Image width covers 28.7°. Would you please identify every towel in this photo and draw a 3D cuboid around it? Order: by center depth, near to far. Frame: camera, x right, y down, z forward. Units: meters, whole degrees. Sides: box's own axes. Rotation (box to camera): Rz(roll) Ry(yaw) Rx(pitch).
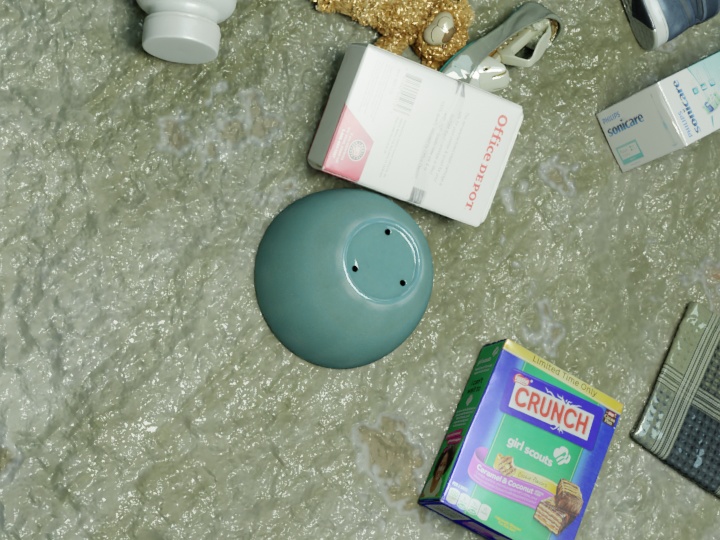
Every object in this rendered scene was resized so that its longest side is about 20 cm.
[{"bbox_3d":[0.440,0.166,1.727,0.192,0.035,0.201,32,74,-11],"label":"towel"}]

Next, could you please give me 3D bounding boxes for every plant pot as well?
[{"bbox_3d":[0.000,0.000,1.520,0.198,0.135,0.202,4,80,-21],"label":"plant pot"}]

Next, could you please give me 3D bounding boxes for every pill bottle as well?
[{"bbox_3d":[-0.184,-0.331,1.513,0.110,0.111,0.202,9,78,-20],"label":"pill bottle"}]

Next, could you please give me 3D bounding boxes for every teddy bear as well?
[{"bbox_3d":[0.039,-0.307,1.620,0.200,0.067,0.145,46,71,-8],"label":"teddy bear"}]

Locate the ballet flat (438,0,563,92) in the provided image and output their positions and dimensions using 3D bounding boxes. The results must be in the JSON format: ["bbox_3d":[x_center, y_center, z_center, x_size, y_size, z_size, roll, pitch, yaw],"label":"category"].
[{"bbox_3d":[0.164,-0.248,1.654,0.064,0.068,0.200,34,62,30],"label":"ballet flat"}]

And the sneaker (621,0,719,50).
[{"bbox_3d":[0.383,-0.396,1.755,0.145,0.077,0.204,-25,101,-12],"label":"sneaker"}]

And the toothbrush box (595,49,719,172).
[{"bbox_3d":[0.410,-0.208,1.707,0.199,0.146,0.086,-26,91,-23],"label":"toothbrush box"}]

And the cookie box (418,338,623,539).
[{"bbox_3d":[0.183,0.205,1.591,0.170,0.075,0.201,29,72,-14],"label":"cookie box"}]

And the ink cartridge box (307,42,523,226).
[{"bbox_3d":[0.061,-0.151,1.575,0.199,0.083,0.148,19,95,-18],"label":"ink cartridge box"}]
